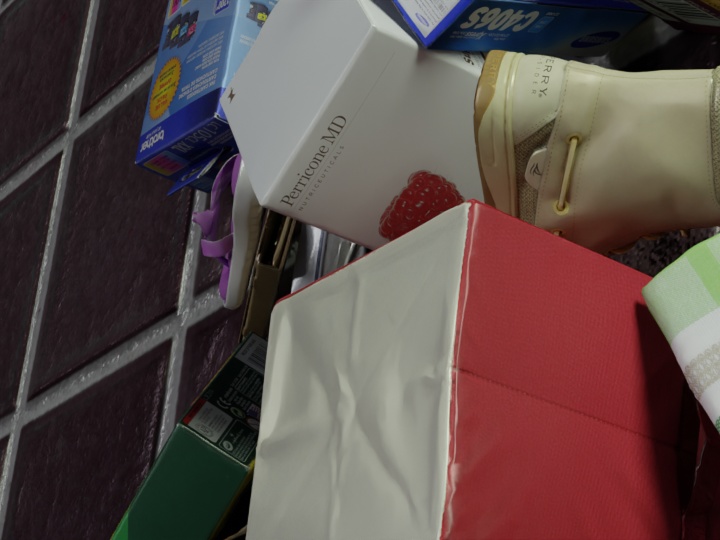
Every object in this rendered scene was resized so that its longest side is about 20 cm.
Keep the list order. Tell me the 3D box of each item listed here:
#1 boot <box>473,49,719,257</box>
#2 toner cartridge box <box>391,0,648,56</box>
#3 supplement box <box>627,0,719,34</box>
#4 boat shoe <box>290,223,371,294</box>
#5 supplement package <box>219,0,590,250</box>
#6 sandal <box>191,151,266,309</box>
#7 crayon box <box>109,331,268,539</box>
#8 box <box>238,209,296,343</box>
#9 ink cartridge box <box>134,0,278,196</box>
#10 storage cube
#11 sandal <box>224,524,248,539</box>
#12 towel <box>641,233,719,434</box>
[{"bbox_3d":[0.147,-0.028,0.911,0.155,0.200,0.073,2,45,18],"label":"boot"},{"bbox_3d":[0.076,-0.167,0.989,0.043,0.200,0.095,-42,71,30],"label":"toner cartridge box"},{"bbox_3d":[0.185,-0.239,0.945,0.103,0.131,0.200,24,91,61],"label":"supplement box"},{"bbox_3d":[0.000,0.000,1.160,0.070,0.071,0.201,11,100,17],"label":"boat shoe"},{"bbox_3d":[0.042,-0.078,1.008,0.121,0.200,0.120,-56,31,23],"label":"supplement package"},{"bbox_3d":[-0.090,-0.043,1.244,0.203,0.050,0.083,108,175,-60],"label":"sandal"},{"bbox_3d":[-0.112,0.149,1.173,0.173,0.058,0.200,-58,-1,17],"label":"crayon box"},{"bbox_3d":[-0.051,-0.047,1.238,0.200,0.021,0.164,110,174,-71],"label":"box"},{"bbox_3d":[-0.109,-0.150,1.443,0.136,0.076,0.201,-23,53,52],"label":"ink cartridge box"},{"bbox_3d":[0.063,0.095,0.881,0.200,0.179,0.171,-26,50,50],"label":"storage cube"},{"bbox_3d":[-0.064,0.184,1.016,0.200,0.054,0.080,-47,58,16],"label":"sandal"},{"bbox_3d":[0.213,0.030,0.758,0.149,0.031,0.200,-33,41,7],"label":"towel"}]
